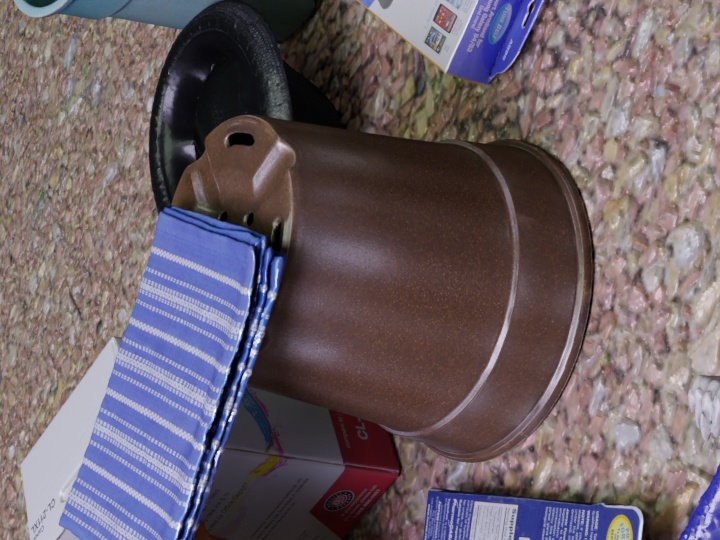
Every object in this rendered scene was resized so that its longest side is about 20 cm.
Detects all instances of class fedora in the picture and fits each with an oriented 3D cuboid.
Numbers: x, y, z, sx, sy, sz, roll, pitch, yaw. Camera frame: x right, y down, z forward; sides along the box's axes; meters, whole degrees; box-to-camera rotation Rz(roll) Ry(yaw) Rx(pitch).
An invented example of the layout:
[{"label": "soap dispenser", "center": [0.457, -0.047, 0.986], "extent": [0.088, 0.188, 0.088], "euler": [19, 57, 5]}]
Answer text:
[{"label": "fedora", "center": [-0.072, -0.089, 1.385], "extent": [0.200, 0.091, 0.203], "euler": [-10, 78, 53]}]

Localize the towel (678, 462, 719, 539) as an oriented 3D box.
[{"label": "towel", "center": [0.229, 0.143, 0.808], "extent": [0.199, 0.049, 0.149], "euler": [31, 105, 14]}]

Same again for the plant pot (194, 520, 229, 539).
[{"label": "plant pot", "center": [-0.069, 0.249, 1.168], "extent": [0.200, 0.181, 0.202], "euler": [-174, 90, -74]}]

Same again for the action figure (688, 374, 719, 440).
[{"label": "action figure", "center": [0.213, 0.091, 0.891], "extent": [0.119, 0.102, 0.201], "euler": [39, 114, 38]}]

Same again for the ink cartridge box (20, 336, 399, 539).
[{"label": "ink cartridge box", "center": [-0.099, 0.129, 1.262], "extent": [0.146, 0.199, 0.083], "euler": [-50, 42, 35]}]

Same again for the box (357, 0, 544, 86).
[{"label": "box", "center": [0.058, -0.206, 1.277], "extent": [0.200, 0.041, 0.120], "euler": [48, 119, 54]}]

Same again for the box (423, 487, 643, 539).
[{"label": "box", "center": [0.098, 0.189, 1.095], "extent": [0.199, 0.032, 0.122], "euler": [-5, 76, 59]}]

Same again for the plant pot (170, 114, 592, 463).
[{"label": "plant pot", "center": [0.000, 0.000, 1.155], "extent": [0.200, 0.197, 0.202], "euler": [-24, 60, 50]}]

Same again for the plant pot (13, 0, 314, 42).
[{"label": "plant pot", "center": [-0.132, -0.261, 1.438], "extent": [0.200, 0.195, 0.202], "euler": [-25, 59, 52]}]

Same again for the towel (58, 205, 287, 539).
[{"label": "towel", "center": [-0.109, 0.067, 1.082], "extent": [0.144, 0.024, 0.202], "euler": [19, 91, 58]}]
